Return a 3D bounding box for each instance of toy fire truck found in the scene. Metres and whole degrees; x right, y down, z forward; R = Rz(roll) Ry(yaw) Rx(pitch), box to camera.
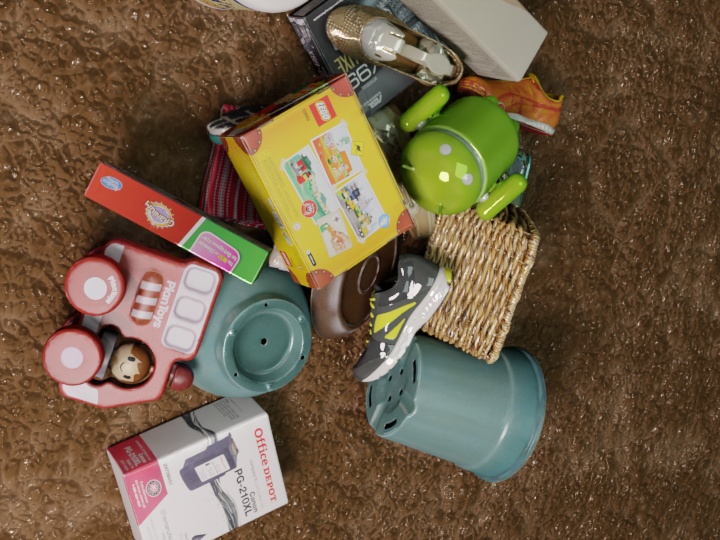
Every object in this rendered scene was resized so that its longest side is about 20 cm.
[{"bbox_3d":[-0.261,0.067,1.106,0.167,0.112,0.202,18,96,-8],"label":"toy fire truck"}]

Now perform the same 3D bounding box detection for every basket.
[{"bbox_3d":[0.172,0.004,1.328,0.142,0.148,0.202,-23,133,-60],"label":"basket"}]

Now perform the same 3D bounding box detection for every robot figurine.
[{"bbox_3d":[0.127,-0.148,1.233,0.176,0.116,0.200,50,49,-3],"label":"robot figurine"}]

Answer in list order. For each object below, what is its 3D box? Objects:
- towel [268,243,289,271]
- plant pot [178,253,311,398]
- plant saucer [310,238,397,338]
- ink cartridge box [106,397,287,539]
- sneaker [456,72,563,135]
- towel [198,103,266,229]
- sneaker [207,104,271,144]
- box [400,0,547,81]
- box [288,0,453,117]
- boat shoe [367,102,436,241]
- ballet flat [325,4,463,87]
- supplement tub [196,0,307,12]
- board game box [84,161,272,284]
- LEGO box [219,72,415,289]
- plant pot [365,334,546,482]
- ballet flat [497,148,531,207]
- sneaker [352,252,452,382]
[{"bbox_3d":[-0.039,-0.047,1.237,0.200,0.034,0.134,20,89,-60],"label":"towel"},{"bbox_3d":[-0.142,0.074,1.200,0.199,0.134,0.202,-9,108,-28],"label":"plant pot"},{"bbox_3d":[0.000,0.000,1.262,0.200,0.032,0.201,-48,150,-41],"label":"plant saucer"},{"bbox_3d":[-0.207,0.267,1.246,0.199,0.084,0.146,-21,115,-24],"label":"ink cartridge box"},{"bbox_3d":[0.209,-0.249,1.358,0.199,0.073,0.078,9,96,-43],"label":"sneaker"},{"bbox_3d":[-0.102,-0.121,1.233,0.199,0.022,0.146,10,98,-32],"label":"towel"},{"bbox_3d":[-0.091,-0.158,1.178,0.198,0.077,0.080,-1,111,-29],"label":"sneaker"},{"bbox_3d":[0.135,-0.330,1.212,0.199,0.095,0.078,34,85,-37],"label":"box"},{"bbox_3d":[0.025,-0.311,1.235,0.200,0.050,0.158,-39,121,-16],"label":"box"},{"bbox_3d":[0.049,-0.124,1.297,0.062,0.073,0.201,-26,112,-13],"label":"boat shoe"},{"bbox_3d":[0.051,-0.278,1.191,0.199,0.065,0.071,11,102,-34],"label":"ballet flat"},{"bbox_3d":[-0.130,-0.356,1.039,0.143,0.200,0.146,-9,109,-28],"label":"supplement tub"},{"bbox_3d":[-0.196,-0.052,1.074,0.199,0.153,0.041,28,90,-4],"label":"board game box"},{"bbox_3d":[-0.048,-0.103,1.113,0.148,0.077,0.201,-33,111,-20],"label":"LEGO box"},{"bbox_3d":[0.125,0.184,1.368,0.195,0.200,0.202,17,96,-25],"label":"plant pot"},{"bbox_3d":[0.201,-0.081,1.409,0.074,0.074,0.202,-1,103,-30],"label":"ballet flat"},{"bbox_3d":[0.040,0.059,1.280,0.084,0.075,0.201,34,107,-4],"label":"sneaker"}]
